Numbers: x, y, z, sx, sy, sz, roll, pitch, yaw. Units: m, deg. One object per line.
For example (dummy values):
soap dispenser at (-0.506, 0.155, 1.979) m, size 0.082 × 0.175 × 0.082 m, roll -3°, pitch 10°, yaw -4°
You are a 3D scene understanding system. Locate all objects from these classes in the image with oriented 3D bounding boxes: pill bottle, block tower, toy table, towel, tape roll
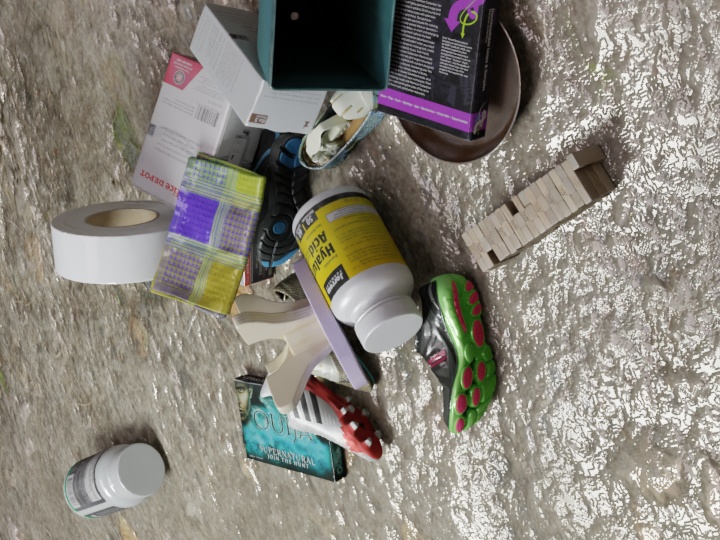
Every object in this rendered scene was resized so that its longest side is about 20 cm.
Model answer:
pill bottle at (0.000, 0.000, 1.430) m, size 0.200 × 0.111 × 0.111 m, roll 61°, pitch 137°, yaw 29°
block tower at (0.199, -0.065, 1.282) m, size 0.200 × 0.054 × 0.058 m, roll -40°, pitch 77°, yaw 45°
toy table at (-0.083, 0.087, 1.473) m, size 0.200 × 0.117 × 0.184 m, roll 63°, pitch 180°, yaw 45°
towel at (-0.201, -0.046, 1.496) m, size 0.144 × 0.023 × 0.200 m, roll 22°, pitch 96°, yaw 33°
pill bottle at (-0.439, 0.374, 2.025) m, size 0.200 × 0.113 × 0.113 m, roll -25°, pitch 86°, yaw 46°
tape roll at (-0.336, -0.044, 1.617) m, size 0.202 × 0.202 × 0.071 m, roll 14°, pitch 113°, yaw 41°

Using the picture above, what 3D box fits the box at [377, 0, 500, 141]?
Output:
box at (0.089, -0.262, 1.288) m, size 0.143 × 0.036 × 0.200 m, roll 25°, pitch 122°, yaw 37°

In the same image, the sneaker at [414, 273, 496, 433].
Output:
sneaker at (0.115, 0.104, 1.420) m, size 0.084 × 0.077 × 0.200 m, roll -4°, pitch 92°, yaw 52°

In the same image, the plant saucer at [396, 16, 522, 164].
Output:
plant saucer at (0.113, -0.225, 1.325) m, size 0.200 × 0.032 × 0.200 m, roll 17°, pitch 115°, yaw 40°

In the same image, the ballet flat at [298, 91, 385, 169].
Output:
ballet flat at (-0.019, -0.195, 1.440) m, size 0.074 × 0.074 × 0.200 m, roll 52°, pitch 133°, yaw 18°

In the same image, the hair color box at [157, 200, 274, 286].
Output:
hair color box at (-0.218, -0.058, 1.688) m, size 0.200 × 0.064 × 0.111 m, roll 17°, pitch 115°, yaw 39°

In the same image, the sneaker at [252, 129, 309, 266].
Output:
sneaker at (-0.114, -0.103, 1.577) m, size 0.082 × 0.073 × 0.200 m, roll 40°, pitch 125°, yaw 49°

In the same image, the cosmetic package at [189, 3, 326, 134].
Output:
cosmetic package at (-0.134, -0.262, 1.464) m, size 0.200 × 0.102 × 0.074 m, roll 51°, pitch 127°, yaw 40°

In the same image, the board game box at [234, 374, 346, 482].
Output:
board game box at (-0.108, 0.235, 1.710) m, size 0.200 × 0.028 × 0.135 m, roll 4°, pitch 108°, yaw 43°

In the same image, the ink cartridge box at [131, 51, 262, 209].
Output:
ink cartridge box at (-0.223, -0.187, 1.590) m, size 0.146 × 0.083 × 0.200 m, roll 28°, pitch 103°, yaw 35°

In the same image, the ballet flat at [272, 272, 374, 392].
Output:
ballet flat at (-0.061, 0.097, 1.579) m, size 0.200 × 0.075 × 0.068 m, roll 58°, pitch 160°, yaw 11°

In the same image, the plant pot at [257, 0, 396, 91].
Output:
plant pot at (-0.057, -0.310, 1.353) m, size 0.200 × 0.141 × 0.141 m, roll -124°, pitch 35°, yaw -60°

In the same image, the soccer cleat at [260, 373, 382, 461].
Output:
soccer cleat at (-0.055, 0.206, 1.594) m, size 0.200 × 0.069 × 0.085 m, roll 41°, pitch 113°, yaw 6°
